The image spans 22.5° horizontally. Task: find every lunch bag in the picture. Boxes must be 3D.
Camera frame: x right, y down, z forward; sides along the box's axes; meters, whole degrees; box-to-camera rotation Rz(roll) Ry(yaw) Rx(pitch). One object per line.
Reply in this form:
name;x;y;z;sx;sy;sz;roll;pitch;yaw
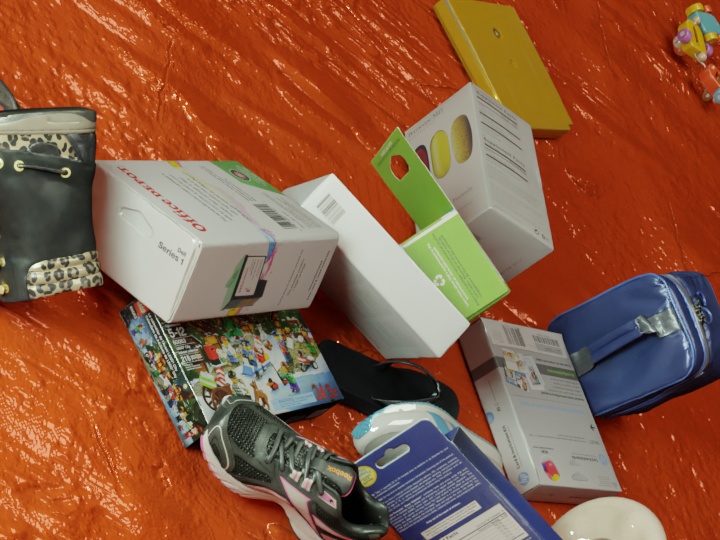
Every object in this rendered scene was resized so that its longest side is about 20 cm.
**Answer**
lunch bag;0.321;0.084;2.060;0.132;0.200;0.137;-4;68;-51

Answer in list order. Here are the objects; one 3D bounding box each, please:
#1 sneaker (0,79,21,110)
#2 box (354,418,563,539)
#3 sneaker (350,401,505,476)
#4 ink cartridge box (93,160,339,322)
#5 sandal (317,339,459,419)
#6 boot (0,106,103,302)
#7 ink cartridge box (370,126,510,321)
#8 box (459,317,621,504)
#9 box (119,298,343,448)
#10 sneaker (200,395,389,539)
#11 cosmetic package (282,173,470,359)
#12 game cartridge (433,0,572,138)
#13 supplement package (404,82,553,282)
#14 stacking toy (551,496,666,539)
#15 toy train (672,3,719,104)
sneaker;-0.363;-0.154;1.498;0.200;0.071;0.098;27;33;-31
box;0.089;0.225;1.688;0.200;0.121;0.032;47;33;-12
sneaker;0.074;0.190;1.744;0.199;0.076;0.081;27;35;-37
ink cartridge box;-0.140;-0.030;1.612;0.145;0.084;0.200;35;22;29
sandal;0.033;0.117;1.791;0.200;0.043;0.076;21;45;-42
boot;-0.302;-0.049;1.449;0.073;0.199;0.152;-151;-126;-74
ink cartridge box;0.054;-0.029;1.856;0.076;0.148;0.200;-34;87;-14
box;0.196;0.155;1.976;0.155;0.041;0.201;12;50;-48
box;-0.113;0.078;1.638;0.200;0.038;0.137;-8;66;-56
sneaker;-0.046;0.171;1.556;0.200;0.086;0.081;40;55;-33
cosmetic package;0.000;0.000;1.767;0.200;0.151;0.052;47;71;-12
game cartridge;0.191;-0.265;2.387;0.176;0.032;0.201;-3;65;-54
supplement package;0.132;-0.092;2.058;0.109;0.114;0.201;31;37;-34
stacking toy;0.279;0.338;1.855;0.200;0.146;0.147;49;28;-39
toy train;0.559;-0.346;2.937;0.150;0.056;0.200;46;35;-16
